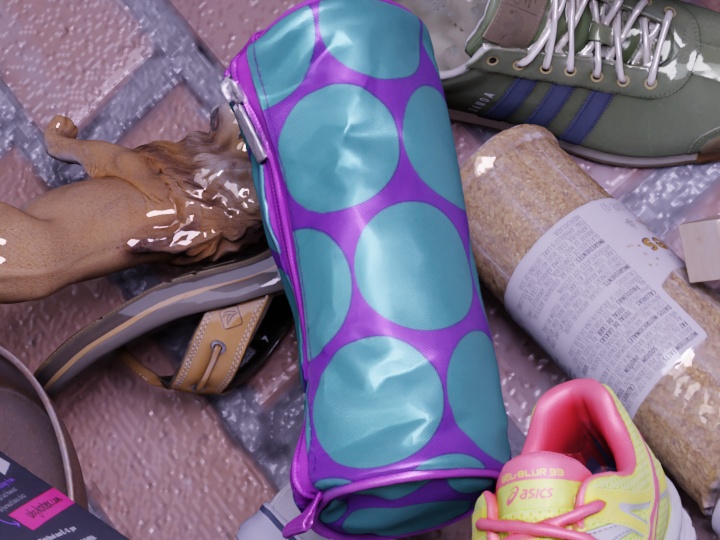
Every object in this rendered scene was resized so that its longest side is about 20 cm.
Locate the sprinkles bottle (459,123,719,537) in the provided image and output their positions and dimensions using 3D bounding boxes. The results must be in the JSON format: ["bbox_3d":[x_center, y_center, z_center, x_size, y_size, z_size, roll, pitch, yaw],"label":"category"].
[{"bbox_3d":[0.113,0.027,0.824,0.068,0.068,0.200,-46,63,5],"label":"sprinkles bottle"}]

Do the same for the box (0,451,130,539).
[{"bbox_3d":[-0.185,0.125,0.795,0.200,0.106,0.122,32,102,13],"label":"box"}]

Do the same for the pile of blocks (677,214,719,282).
[{"bbox_3d":[0.225,-0.008,0.788,0.199,0.082,0.062,-11,93,14],"label":"pile of blocks"}]

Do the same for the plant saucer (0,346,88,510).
[{"bbox_3d":[-0.183,0.129,0.915,0.200,0.034,0.201,-15,67,38],"label":"plant saucer"}]

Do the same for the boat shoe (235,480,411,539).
[{"bbox_3d":[0.043,0.140,0.826,0.086,0.075,0.202,-46,55,-5],"label":"boat shoe"}]

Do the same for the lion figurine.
[{"bbox_3d":[-0.124,-0.019,0.898,0.122,0.073,0.200,22,39,40],"label":"lion figurine"}]

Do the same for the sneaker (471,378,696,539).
[{"bbox_3d":[0.063,0.111,0.720,0.078,0.090,0.200,-10,27,20],"label":"sneaker"}]

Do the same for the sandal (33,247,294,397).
[{"bbox_3d":[-0.051,0.022,0.903,0.200,0.082,0.055,-21,90,9],"label":"sandal"}]

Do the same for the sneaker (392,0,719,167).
[{"bbox_3d":[0.077,-0.092,0.862,0.200,0.090,0.067,10,78,25],"label":"sneaker"}]

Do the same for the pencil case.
[{"bbox_3d":[0.000,0.000,0.805,0.092,0.085,0.201,-3,70,-25],"label":"pencil case"}]
